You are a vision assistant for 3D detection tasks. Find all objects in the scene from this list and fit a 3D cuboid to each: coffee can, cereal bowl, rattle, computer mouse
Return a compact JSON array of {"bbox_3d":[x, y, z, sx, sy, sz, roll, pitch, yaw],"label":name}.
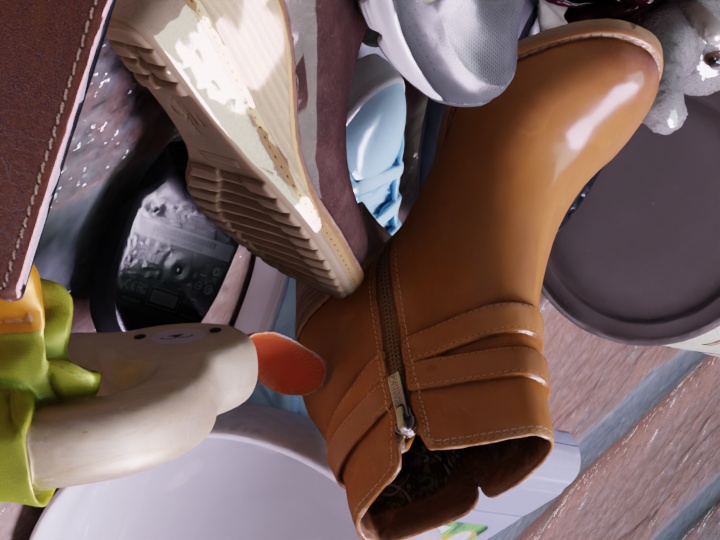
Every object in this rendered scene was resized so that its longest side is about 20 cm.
[{"bbox_3d":[0.185,-0.027,1.464,0.147,0.146,0.200,-61,159,7],"label":"coffee can"},{"bbox_3d":[-0.043,0.145,1.143,0.083,0.199,0.201,-45,158,-62],"label":"cereal bowl"},{"bbox_3d":[-0.096,0.002,0.974,0.200,0.130,0.143,-20,94,-42],"label":"rattle"},{"bbox_3d":[-0.058,-0.059,1.057,0.059,0.034,0.201,22,95,-40],"label":"computer mouse"}]

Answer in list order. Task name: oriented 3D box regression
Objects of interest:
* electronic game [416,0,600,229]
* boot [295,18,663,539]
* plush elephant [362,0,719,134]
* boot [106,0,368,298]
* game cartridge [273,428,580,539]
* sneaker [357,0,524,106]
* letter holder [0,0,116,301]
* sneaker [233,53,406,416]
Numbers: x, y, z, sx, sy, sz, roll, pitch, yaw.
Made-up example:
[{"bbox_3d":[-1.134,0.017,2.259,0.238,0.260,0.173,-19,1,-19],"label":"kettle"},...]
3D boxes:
[{"bbox_3d":[0.085,-0.091,1.292,0.200,0.042,0.201,-44,146,-41],"label":"electronic game"},{"bbox_3d":[0.053,0.004,1.045,0.200,0.156,0.077,-34,130,20],"label":"boot"},{"bbox_3d":[0.113,-0.126,1.134,0.165,0.155,0.200,-34,-172,35],"label":"plush elephant"},{"bbox_3d":[-0.008,-0.099,1.012,0.167,0.072,0.200,-54,143,-19],"label":"boot"},{"bbox_3d":[-0.008,0.123,1.240,0.200,0.041,0.133,-35,148,28],"label":"game cartridge"},{"bbox_3d":[0.045,-0.150,0.959,0.074,0.084,0.201,-40,132,-49],"label":"sneaker"},{"bbox_3d":[-0.131,-0.116,0.748,0.101,0.142,0.201,-88,-163,-65],"label":"letter holder"},{"bbox_3d":[0.000,0.000,1.183,0.074,0.082,0.201,-35,149,-48],"label":"sneaker"}]
